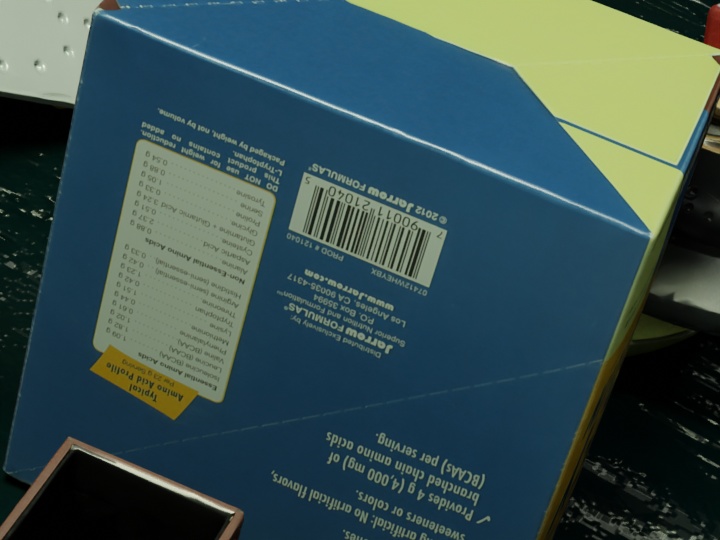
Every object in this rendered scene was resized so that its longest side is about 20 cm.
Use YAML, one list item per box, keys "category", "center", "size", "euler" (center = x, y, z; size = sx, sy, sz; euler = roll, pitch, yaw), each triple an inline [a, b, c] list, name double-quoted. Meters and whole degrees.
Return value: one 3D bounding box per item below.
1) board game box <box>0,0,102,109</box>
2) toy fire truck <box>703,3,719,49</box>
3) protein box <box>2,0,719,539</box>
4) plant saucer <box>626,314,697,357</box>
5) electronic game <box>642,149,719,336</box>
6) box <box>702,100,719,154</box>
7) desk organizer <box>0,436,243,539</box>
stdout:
- category: "board game box"
  center: [-0.186, -0.168, 1.029]
  size: [0.199, 0.026, 0.202]
  euler: [7, 67, -49]
- category: "toy fire truck"
  center: [0.297, -0.116, 1.238]
  size: [0.199, 0.113, 0.168]
  euler: [-10, 24, -34]
- category: "protein box"
  center: [0.000, 0.000, 0.865]
  size: [0.197, 0.201, 0.135]
  euler: [22, 35, 8]
- category: "plant saucer"
  center: [0.074, -0.022, 1.073]
  size: [0.198, 0.031, 0.201]
  euler: [12, 36, -9]
- category: "electronic game"
  center: [0.161, -0.027, 1.052]
  size: [0.198, 0.042, 0.201]
  euler: [7, 31, -4]
- category: "box"
  center: [0.081, -0.094, 0.994]
  size: [0.162, 0.021, 0.200]
  euler: [20, 12, -7]
- category: "desk organizer"
  center: [-0.106, 0.145, 0.733]
  size: [0.071, 0.077, 0.200]
  euler: [22, 36, 8]
